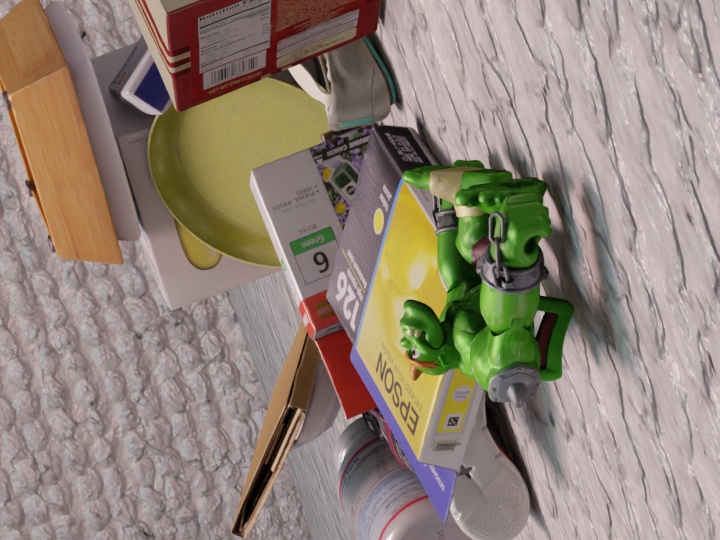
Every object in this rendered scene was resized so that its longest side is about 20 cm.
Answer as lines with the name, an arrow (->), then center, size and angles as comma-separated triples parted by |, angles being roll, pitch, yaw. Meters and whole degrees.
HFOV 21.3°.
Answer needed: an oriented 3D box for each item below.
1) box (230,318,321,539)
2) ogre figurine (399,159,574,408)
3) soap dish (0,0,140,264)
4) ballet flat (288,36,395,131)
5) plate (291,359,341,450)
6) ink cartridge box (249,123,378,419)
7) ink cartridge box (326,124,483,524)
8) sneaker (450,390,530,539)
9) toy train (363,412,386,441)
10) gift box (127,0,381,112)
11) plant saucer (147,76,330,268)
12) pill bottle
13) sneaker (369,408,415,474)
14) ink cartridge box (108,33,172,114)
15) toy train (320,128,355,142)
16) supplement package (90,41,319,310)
box -> -0.064, 0.115, 1.700 | 0.201, 0.021, 0.164 | -76, 8, -53
ogre figurine -> 0.073, 0.005, 1.084 | 0.200, 0.097, 0.121 | 15, 109, 62
soap dish -> -0.261, -0.119, 1.669 | 0.158, 0.080, 0.202 | -123, 18, -53
ballet flat -> -0.036, -0.185, 1.416 | 0.068, 0.063, 0.201 | 82, 166, -57
plate -> -0.021, 0.069, 1.723 | 0.200, 0.032, 0.201 | 131, 159, -80
ink cartridge box -> 0.000, 0.000, 1.472 | 0.050, 0.108, 0.202 | 109, 139, -78
ink cartridge box -> 0.031, 0.035, 1.320 | 0.198, 0.047, 0.202 | -122, 42, -50
sneaker -> 0.065, 0.107, 1.445 | 0.082, 0.076, 0.202 | -116, 8, -83
toy train -> -0.006, 0.054, 1.597 | 0.046, 0.034, 0.202 | 12, 127, 58
gift box -> -0.098, -0.234, 1.290 | 0.200, 0.183, 0.188 | 113, 134, -70
plant saucer -> -0.082, -0.090, 1.628 | 0.031, 0.198, 0.201 | -70, -27, -48
pill bottle -> 0.041, 0.208, 1.720 | 0.200, 0.108, 0.110 | -125, 16, -62
sneaker -> 0.024, 0.078, 1.550 | 0.074, 0.080, 0.202 | -7, 103, 62
ink cartridge box -> -0.137, -0.222, 1.600 | 0.040, 0.201, 0.200 | 32, 180, -13
toy train -> 0.009, -0.033, 1.579 | 0.046, 0.034, 0.202 | 31, 142, 63
supplement package -> -0.128, -0.108, 1.761 | 0.147, 0.190, 0.201 | -120, 13, -50
